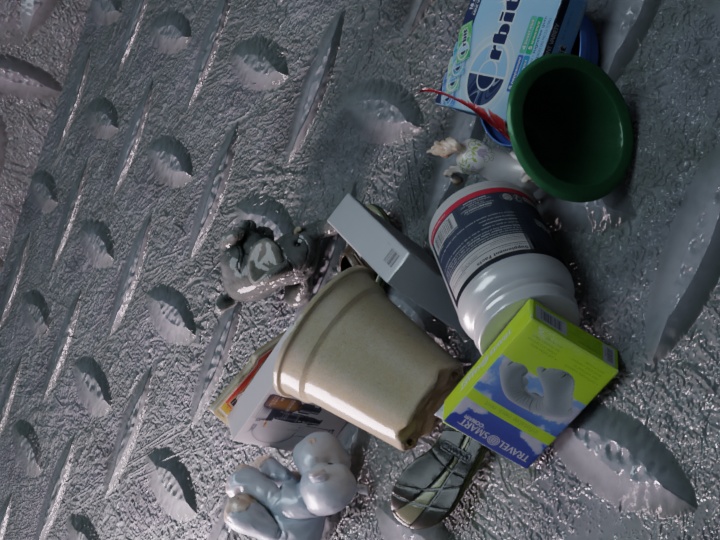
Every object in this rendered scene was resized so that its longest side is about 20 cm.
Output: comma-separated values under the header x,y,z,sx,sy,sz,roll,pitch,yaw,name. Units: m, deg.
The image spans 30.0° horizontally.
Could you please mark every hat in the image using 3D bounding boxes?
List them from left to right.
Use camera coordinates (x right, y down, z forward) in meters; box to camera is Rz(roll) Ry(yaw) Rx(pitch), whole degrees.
x,y,z,sx,sy,sz,roll,pitch,yaw,name
0.205,-0.163,1.605,0.176,0.166,0.200,-21,88,65,hat

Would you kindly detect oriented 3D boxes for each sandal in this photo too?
x,y,z,sx,sy,sz,roll,pitch,yaw,name
0.000,0.001,1.937,0.080,0.057,0.201,-2,75,58,sandal
0.117,0.237,1.660,0.080,0.057,0.201,37,92,25,sandal

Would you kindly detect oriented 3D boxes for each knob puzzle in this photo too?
x,y,z,sx,sy,sz,roll,pitch,yaw,name
-0.123,0.162,1.994,0.030,0.220,0.220,38,112,23,knob puzzle

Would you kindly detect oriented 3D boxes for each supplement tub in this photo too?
x,y,z,sx,sy,sz,roll,pitch,yaw,name
0.170,0.003,1.595,0.140,0.140,0.200,-53,37,31,supplement tub

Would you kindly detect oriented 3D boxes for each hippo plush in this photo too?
x,y,z,sx,sy,sz,roll,pitch,yaw,name
-0.088,0.308,1.854,0.161,0.159,0.200,-50,37,35,hippo plush

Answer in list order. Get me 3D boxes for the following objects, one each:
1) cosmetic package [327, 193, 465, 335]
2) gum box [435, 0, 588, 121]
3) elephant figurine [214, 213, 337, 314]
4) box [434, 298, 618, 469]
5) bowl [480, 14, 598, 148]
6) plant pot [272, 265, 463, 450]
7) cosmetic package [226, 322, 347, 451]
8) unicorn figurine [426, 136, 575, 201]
x,y,z,sx,sy,sz,roll,pitch,yaw,name
0.058,-0.009,1.757,0.052,0.151,0.200,-53,34,7,cosmetic package
0.189,-0.275,1.712,0.200,0.045,0.170,26,99,58,gum box
-0.125,-0.012,2.110,0.200,0.141,0.155,9,113,44,elephant figurine
0.184,0.138,1.524,0.200,0.122,0.048,-54,11,30,box
0.228,-0.250,1.718,0.201,0.039,0.201,-32,51,49,bowl
0.022,0.125,1.712,0.183,0.200,0.201,33,109,21,plant pot
-0.076,0.173,1.906,0.200,0.151,0.052,-55,38,29,cosmetic package
0.187,-0.128,1.658,0.137,0.200,0.074,117,156,-76,unicorn figurine
